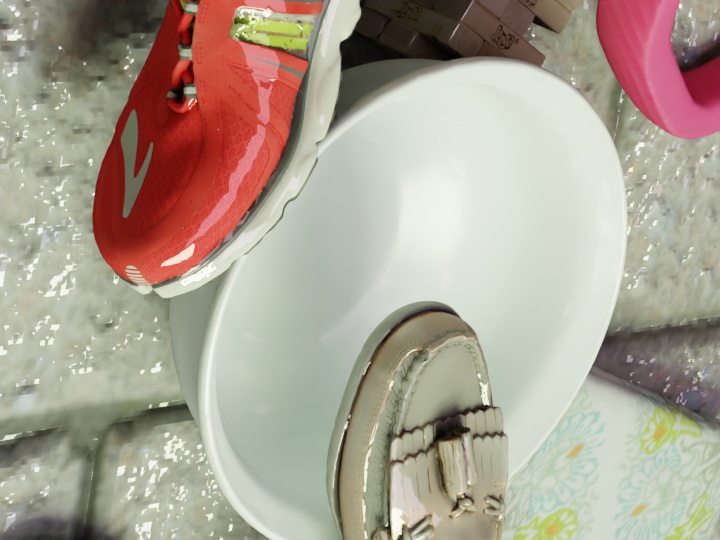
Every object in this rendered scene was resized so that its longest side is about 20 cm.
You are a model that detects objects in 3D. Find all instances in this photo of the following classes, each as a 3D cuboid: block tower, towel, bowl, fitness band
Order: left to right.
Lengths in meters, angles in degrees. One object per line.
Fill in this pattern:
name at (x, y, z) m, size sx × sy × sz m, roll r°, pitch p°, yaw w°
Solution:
bowl at (0.000, 0.000, 0.839) m, size 0.200 × 0.090 × 0.202 m, roll -21°, pitch 126°, yaw -32°
towel at (0.093, 0.131, 1.026) m, size 0.200 × 0.048 × 0.172 m, roll 23°, pitch 96°, yaw -47°
block tower at (0.078, -0.161, 0.855) m, size 0.058 × 0.054 × 0.201 m, roll 30°, pitch 90°, yaw -47°
fitness band at (0.163, -0.126, 0.914) m, size 0.144 × 0.037 × 0.200 m, roll -48°, pitch 157°, yaw 0°

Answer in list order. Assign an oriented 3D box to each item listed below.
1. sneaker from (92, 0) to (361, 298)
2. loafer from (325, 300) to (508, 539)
sneaker at (-0.047, -0.091, 0.724) m, size 0.085 × 0.077 × 0.201 m, roll 29°, pitch 83°, yaw -56°
loafer at (0.027, 0.111, 0.815) m, size 0.072 × 0.063 × 0.201 m, roll -11°, pitch 121°, yaw -35°
